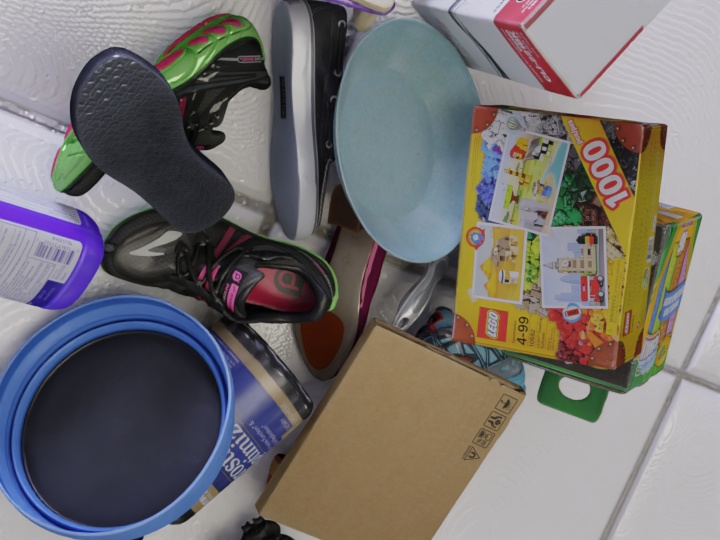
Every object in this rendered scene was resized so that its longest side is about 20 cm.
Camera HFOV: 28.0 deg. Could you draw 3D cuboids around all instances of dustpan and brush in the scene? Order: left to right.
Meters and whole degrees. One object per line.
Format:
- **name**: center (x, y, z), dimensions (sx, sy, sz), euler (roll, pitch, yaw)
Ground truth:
- **dustpan and brush**: center (0.082, -0.030, 1.283), dimensions (0.140, 0.057, 0.200), euler (41, 86, -30)

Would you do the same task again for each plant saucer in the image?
- **plant saucer**: center (0.033, -0.106, 1.193), dimensions (0.201, 0.039, 0.202), euler (2, 88, -50)

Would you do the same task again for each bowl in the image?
- **bowl**: center (-0.193, 0.117, 1.132), dimensions (0.201, 0.201, 0.039), euler (-40, 151, -9)

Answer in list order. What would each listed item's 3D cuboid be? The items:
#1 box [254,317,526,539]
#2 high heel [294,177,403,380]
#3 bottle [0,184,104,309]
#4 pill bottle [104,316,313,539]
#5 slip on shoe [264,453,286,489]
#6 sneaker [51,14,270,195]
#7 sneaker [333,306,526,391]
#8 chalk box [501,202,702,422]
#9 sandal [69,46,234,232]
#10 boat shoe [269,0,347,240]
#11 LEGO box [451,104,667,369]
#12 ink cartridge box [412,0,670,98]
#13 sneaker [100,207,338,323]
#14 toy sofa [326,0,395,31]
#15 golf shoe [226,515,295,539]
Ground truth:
- **box**: center (0.027, 0.155, 1.251), dimensions (0.163, 0.021, 0.200), euler (26, 104, -24)
- **high heel**: center (0.000, 0.000, 1.263), dimensions (0.096, 0.067, 0.200), euler (-31, 143, -54)
- **bottle**: center (-0.293, -0.029, 1.079), dimensions (0.200, 0.065, 0.084), euler (18, 120, -39)
- **pill bottle**: center (-0.147, 0.138, 1.198), dimensions (0.200, 0.112, 0.112), euler (-41, 119, -9)
- **slip on shoe**: center (0.008, 0.185, 1.315), dimensions (0.199, 0.074, 0.061), euler (-4, 105, -20)
- **sneaker**: center (-0.151, -0.117, 1.126), dimensions (0.200, 0.077, 0.084), euler (-37, 116, -9)
- **sneaker**: center (0.059, 0.080, 1.311), dimensions (0.200, 0.079, 0.096), euler (-6, 97, -32)
- **chalk box**: center (0.214, 0.033, 1.308), dimensions (0.124, 0.125, 0.201), euler (-15, 120, -62)
- **sandal**: center (-0.159, -0.094, 1.064), dimensions (0.076, 0.043, 0.200), euler (-33, 146, -3)
- **boat shoe**: center (-0.036, -0.125, 1.197), dimensions (0.066, 0.070, 0.201), euler (-6, 101, -23)
- **LEGO box**: center (0.165, -0.032, 1.210), dimensions (0.077, 0.149, 0.201), euler (-14, 111, -63)
- **ink cartridge box**: center (0.151, -0.230, 1.174), dimensions (0.144, 0.200, 0.084), euler (-47, 116, -5)
- **sneaker**: center (-0.112, -0.003, 1.173), dimensions (0.199, 0.084, 0.077), euler (10, 103, -10)
- **toy sofa**: center (-0.073, -0.232, 1.093), dimensions (0.199, 0.083, 0.098), euler (8, 64, -18)
- **golf shoe**: center (-0.132, 0.310, 1.281), dimensions (0.200, 0.078, 0.095), euler (-32, 131, -3)
